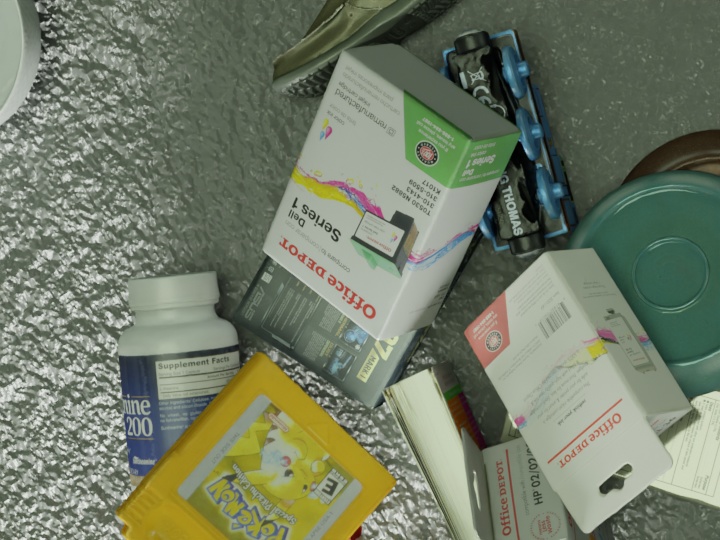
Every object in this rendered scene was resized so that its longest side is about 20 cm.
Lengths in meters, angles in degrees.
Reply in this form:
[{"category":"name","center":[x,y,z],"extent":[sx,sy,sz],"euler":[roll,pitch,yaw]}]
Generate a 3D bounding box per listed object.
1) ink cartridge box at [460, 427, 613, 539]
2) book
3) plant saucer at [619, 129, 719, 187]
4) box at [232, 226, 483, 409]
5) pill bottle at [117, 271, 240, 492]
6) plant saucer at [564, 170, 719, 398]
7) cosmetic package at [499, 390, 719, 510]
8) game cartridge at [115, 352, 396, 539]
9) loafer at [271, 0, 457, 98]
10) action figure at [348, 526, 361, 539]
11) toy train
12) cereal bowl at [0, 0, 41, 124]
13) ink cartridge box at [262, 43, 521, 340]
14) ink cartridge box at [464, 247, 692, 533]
[{"category":"ink cartridge box","center":[0.155,0.216,1.438],"extent":[0.068,0.200,0.115],"euler":[-21,44,16]},{"category":"book","center":[0.096,0.178,1.499],"extent":[0.048,0.134,0.201],"euler":[-25,85,14]},{"category":"plant saucer","center":[0.307,-0.021,1.483],"extent":[0.199,0.034,0.201],"euler":[1,94,15]},{"category":"box","center":[0.000,0.000,1.556],"extent":[0.157,0.051,0.201],"euler":[31,100,13]},{"category":"pill bottle","center":[-0.163,0.104,1.574],"extent":[0.110,0.111,0.201],"euler":[-5,91,15]},{"category":"plant saucer","center":[0.258,0.006,1.430],"extent":[0.199,0.027,0.201],"euler":[-6,70,17]},{"category":"cosmetic package","center":[0.231,0.125,1.489],"extent":[0.199,0.073,0.104],"euler":[17,97,13]},{"category":"game cartridge","center":[-0.092,0.203,1.522],"extent":[0.176,0.032,0.200],"euler":[44,77,-13]},{"category":"loafer","center":[0.000,-0.225,1.541],"extent":[0.200,0.075,0.070],"euler":[-33,73,10]},{"category":"action figure","center":[-0.102,0.242,1.600],"extent":[0.199,0.052,0.066],"euler":[10,100,16]},{"category":"toy train","center":[0.125,-0.109,1.484],"extent":[0.086,0.114,0.201],"euler":[-16,89,17]},{"category":"cereal bowl","center":[-0.384,-0.220,1.627],"extent":[0.199,0.083,0.201],"euler":[3,100,18]},{"category":"ink cartridge box","center":[0.022,-0.065,1.436],"extent":[0.145,0.084,0.201],"euler":[37,120,25]},{"category":"ink cartridge box","center":[0.182,0.096,1.390],"extent":[0.117,0.067,0.201],"euler":[-46,61,36]}]
